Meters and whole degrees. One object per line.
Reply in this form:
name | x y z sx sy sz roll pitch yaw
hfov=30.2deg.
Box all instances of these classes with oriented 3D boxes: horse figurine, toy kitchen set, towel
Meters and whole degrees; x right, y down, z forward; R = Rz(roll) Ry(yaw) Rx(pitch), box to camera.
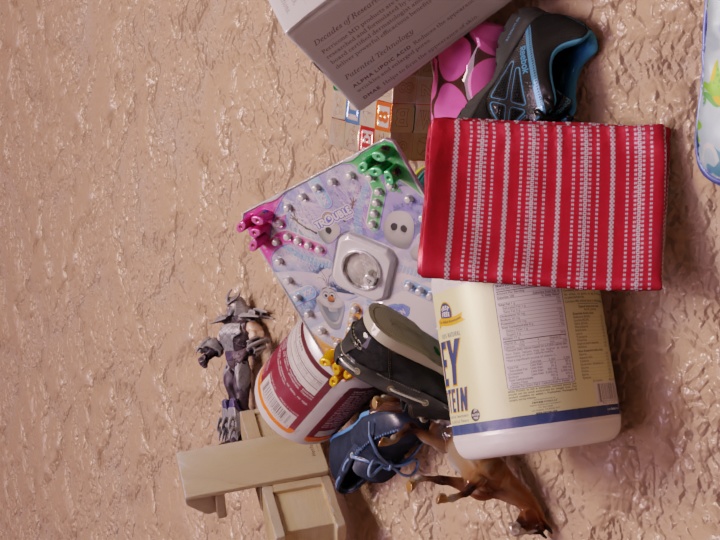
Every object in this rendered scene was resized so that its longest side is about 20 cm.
horse figurine | 0.085 0.171 1.254 0.200 0.132 0.050 52 128 45
toy kitchen set | -0.120 0.290 1.537 0.200 0.162 0.181 -113 19 -50
towel | 0.147 -0.057 1.082 0.022 0.198 0.146 58 -143 -68

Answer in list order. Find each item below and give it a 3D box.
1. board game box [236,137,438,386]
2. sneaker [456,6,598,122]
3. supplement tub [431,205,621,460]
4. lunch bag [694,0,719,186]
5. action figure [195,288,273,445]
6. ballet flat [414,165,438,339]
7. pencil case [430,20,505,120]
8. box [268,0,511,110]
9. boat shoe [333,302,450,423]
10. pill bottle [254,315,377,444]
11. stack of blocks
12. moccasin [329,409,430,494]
board game box | 0.000 0.000 1.272 0.199 0.026 0.201 -24 102 36
sneaker | 0.137 -0.133 1.160 0.082 0.073 0.201 22 91 44
supplement tub | 0.138 0.054 1.145 0.145 0.144 0.202 -20 76 56
lunch bag | 0.314 -0.150 0.920 0.160 0.082 0.202 20 110 52
action figure | -0.156 0.123 1.676 0.130 0.069 0.202 -13 79 62
ballet flat | 0.071 -0.002 1.325 0.067 0.066 0.202 156 107 -77
pencil case | 0.097 -0.132 1.249 0.093 0.091 0.202 5 96 21
box | 0.014 -0.292 1.201 0.199 0.131 0.200 -34 49 13
boat shoe | 0.067 0.106 1.229 0.068 0.199 0.072 -50 21 19
pill bottle | -0.026 0.093 1.430 0.200 0.114 0.115 -50 52 46
stack of blocks | 0.028 -0.220 1.369 0.115 0.058 0.202 23 112 54
moccasin | 0.024 0.192 1.403 0.200 0.080 0.069 130 142 -63
